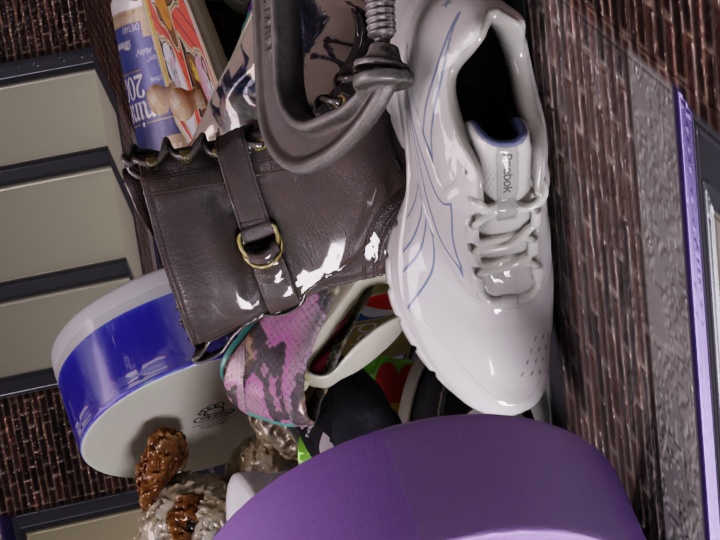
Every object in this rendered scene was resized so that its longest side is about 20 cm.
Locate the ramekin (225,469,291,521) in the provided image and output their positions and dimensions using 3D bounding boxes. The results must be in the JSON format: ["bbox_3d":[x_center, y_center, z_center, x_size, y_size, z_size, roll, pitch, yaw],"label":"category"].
[{"bbox_3d":[-0.013,0.215,1.564,0.200,0.097,0.202,167,90,-77],"label":"ramekin"}]

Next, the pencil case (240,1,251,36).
[{"bbox_3d":[-0.035,-0.113,1.444,0.200,0.085,0.093,124,165,-75],"label":"pencil case"}]

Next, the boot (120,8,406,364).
[{"bbox_3d":[-0.032,-0.066,1.196,0.069,0.173,0.201,-28,-74,-84],"label":"boot"}]

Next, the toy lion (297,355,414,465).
[{"bbox_3d":[0.017,0.154,1.373,0.200,0.068,0.192,54,-138,-45],"label":"toy lion"}]

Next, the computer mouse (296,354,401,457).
[{"bbox_3d":[-0.020,0.035,1.309,0.034,0.058,0.200,-64,34,33],"label":"computer mouse"}]

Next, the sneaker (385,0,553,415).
[{"bbox_3d":[0.051,-0.030,1.100,0.087,0.074,0.201,-158,56,-72],"label":"sneaker"}]

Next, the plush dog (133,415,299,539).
[{"bbox_3d":[-0.078,0.183,1.762,0.160,0.171,0.201,141,115,-80],"label":"plush dog"}]

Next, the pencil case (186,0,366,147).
[{"bbox_3d":[-0.042,-0.092,1.299,0.200,0.089,0.078,-60,-4,33],"label":"pencil case"}]

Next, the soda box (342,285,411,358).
[{"bbox_3d":[0.000,0.000,1.435,0.200,0.064,0.068,106,151,-69],"label":"soda box"}]

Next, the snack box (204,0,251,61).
[{"bbox_3d":[-0.056,-0.201,1.423,0.117,0.037,0.200,-63,3,-12],"label":"snack box"}]

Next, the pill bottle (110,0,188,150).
[{"bbox_3d":[-0.110,-0.110,1.794,0.111,0.110,0.201,173,85,-80],"label":"pill bottle"}]

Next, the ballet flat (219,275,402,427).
[{"bbox_3d":[0.006,-0.005,1.255,0.071,0.201,0.069,27,166,22],"label":"ballet flat"}]

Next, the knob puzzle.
[{"bbox_3d":[-0.108,-0.122,1.459,0.220,0.030,0.221,160,90,-79],"label":"knob puzzle"}]

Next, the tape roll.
[{"bbox_3d":[0.029,0.151,1.046,0.201,0.199,0.066,89,166,-46],"label":"tape roll"}]

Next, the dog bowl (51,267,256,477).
[{"bbox_3d":[-0.118,0.071,1.787,0.200,0.199,0.079,99,154,-63],"label":"dog bowl"}]

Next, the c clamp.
[{"bbox_3d":[-0.008,-0.147,1.112,0.171,0.027,0.201,-7,82,55],"label":"c clamp"}]

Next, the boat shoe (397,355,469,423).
[{"bbox_3d":[0.064,0.137,1.310,0.062,0.073,0.201,2,100,36],"label":"boat shoe"}]

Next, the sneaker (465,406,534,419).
[{"bbox_3d":[0.079,0.145,1.214,0.083,0.071,0.201,-70,-22,-60],"label":"sneaker"}]
